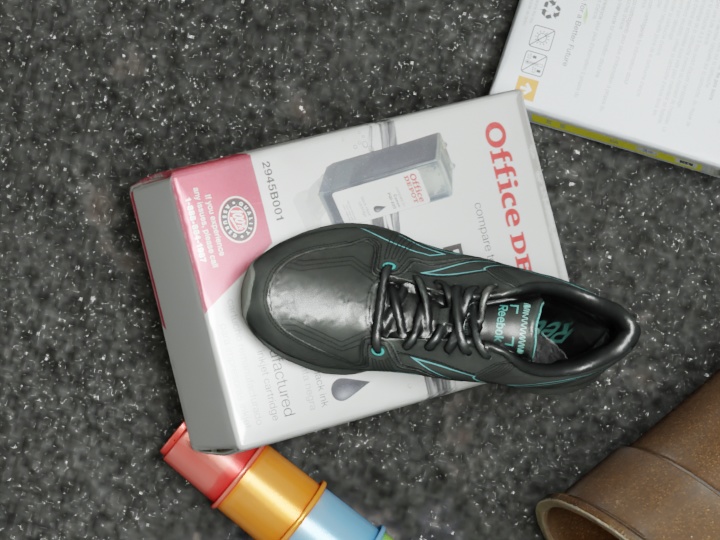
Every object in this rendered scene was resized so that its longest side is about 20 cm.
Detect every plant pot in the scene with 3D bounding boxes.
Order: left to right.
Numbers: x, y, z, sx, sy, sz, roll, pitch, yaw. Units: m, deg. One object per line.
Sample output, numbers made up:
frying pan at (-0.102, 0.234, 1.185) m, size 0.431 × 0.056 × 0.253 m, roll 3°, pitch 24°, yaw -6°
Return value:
plant pot at (0.228, 0.121, 1.196) m, size 0.198 × 0.200 × 0.200 m, roll -44°, pitch 94°, yaw -12°

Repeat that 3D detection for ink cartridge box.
ink cartridge box at (0.000, 0.000, 1.199) m, size 0.199 × 0.085 × 0.147 m, roll -15°, pitch 91°, yaw -22°
ink cartridge box at (0.191, -0.153, 1.244) m, size 0.199 × 0.047 × 0.199 m, roll 18°, pitch 86°, yaw 6°

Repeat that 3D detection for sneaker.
sneaker at (0.042, 0.017, 1.127) m, size 0.199 × 0.079 × 0.076 m, roll 6°, pitch 85°, yaw -19°

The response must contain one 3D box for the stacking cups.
stacking cups at (-0.017, 0.144, 1.226) m, size 0.200 × 0.061 × 0.061 m, roll 39°, pitch 85°, yaw -5°
